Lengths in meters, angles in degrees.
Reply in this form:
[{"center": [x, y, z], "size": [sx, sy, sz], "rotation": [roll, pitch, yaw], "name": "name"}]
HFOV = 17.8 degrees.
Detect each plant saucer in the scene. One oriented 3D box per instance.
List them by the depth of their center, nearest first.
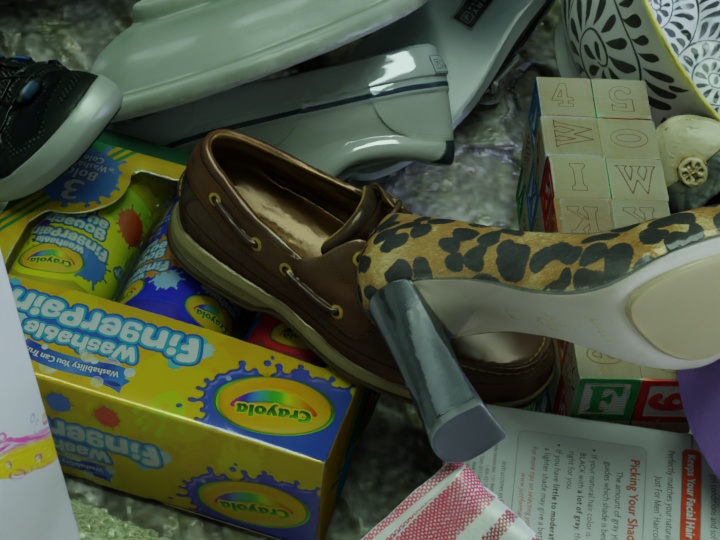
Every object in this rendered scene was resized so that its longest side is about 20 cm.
[{"center": [-0.062, -0.133, 1.202], "size": [0.199, 0.050, 0.200], "rotation": [-20, 11, 4], "name": "plant saucer"}]

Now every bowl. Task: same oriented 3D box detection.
[{"center": [0.167, -0.121, 1.245], "size": [0.200, 0.094, 0.202], "rotation": [32, 42, -35], "name": "bowl"}]

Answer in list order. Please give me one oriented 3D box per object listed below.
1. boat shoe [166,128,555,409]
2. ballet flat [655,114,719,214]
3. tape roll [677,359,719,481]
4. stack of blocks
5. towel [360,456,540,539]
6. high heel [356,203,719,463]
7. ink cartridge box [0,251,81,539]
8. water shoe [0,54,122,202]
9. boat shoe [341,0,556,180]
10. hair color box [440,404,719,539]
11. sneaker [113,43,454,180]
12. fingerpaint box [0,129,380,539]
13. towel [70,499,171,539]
[{"center": [0.000, 0.000, 1.060], "size": [0.199, 0.068, 0.072], "rotation": [28, 49, 14], "name": "boat shoe"}, {"center": [0.210, 0.006, 1.133], "size": [0.200, 0.066, 0.057], "rotation": [54, 27, 4], "name": "ballet flat"}, {"center": [0.242, 0.052, 1.010], "size": [0.199, 0.066, 0.201], "rotation": [14, 43, -14], "name": "tape roll"}, {"center": [0.115, 0.015, 1.123], "size": [0.058, 0.116, 0.201], "rotation": [2, 47, -5], "name": "stack of blocks"}, {"center": [0.056, 0.195, 0.934], "size": [0.146, 0.030, 0.200], "rotation": [-44, 81, 5], "name": "towel"}, {"center": [0.095, -0.015, 0.973], "size": [0.199, 0.072, 0.143], "rotation": [-26, 41, 2], "name": "high heel"}, {"center": [-0.225, 0.067, 0.960], "size": [0.144, 0.201, 0.147], "rotation": [-32, 40, -29], "name": "ink cartridge box"}, {"center": [-0.200, -0.081, 1.139], "size": [0.199, 0.079, 0.072], "rotation": [-4, 43, 48], "name": "water shoe"}, {"center": [0.051, -0.123, 1.272], "size": [0.073, 0.068, 0.200], "rotation": [32, 76, 15], "name": "boat shoe"}, {"center": [0.130, 0.130, 1.009], "size": [0.199, 0.064, 0.111], "rotation": [8, 45, 3], "name": "hair color box"}, {"center": [-0.047, -0.060, 1.195], "size": [0.199, 0.073, 0.071], "rotation": [-14, 88, 9], "name": "sneaker"}, {"center": [-0.087, 0.026, 1.118], "size": [0.199, 0.074, 0.167], "rotation": [16, 48, 9], "name": "fingerpaint box"}, {"center": [-0.087, 0.186, 0.999], "size": [0.199, 0.037, 0.149], "rotation": [26, 49, 16], "name": "towel"}]
